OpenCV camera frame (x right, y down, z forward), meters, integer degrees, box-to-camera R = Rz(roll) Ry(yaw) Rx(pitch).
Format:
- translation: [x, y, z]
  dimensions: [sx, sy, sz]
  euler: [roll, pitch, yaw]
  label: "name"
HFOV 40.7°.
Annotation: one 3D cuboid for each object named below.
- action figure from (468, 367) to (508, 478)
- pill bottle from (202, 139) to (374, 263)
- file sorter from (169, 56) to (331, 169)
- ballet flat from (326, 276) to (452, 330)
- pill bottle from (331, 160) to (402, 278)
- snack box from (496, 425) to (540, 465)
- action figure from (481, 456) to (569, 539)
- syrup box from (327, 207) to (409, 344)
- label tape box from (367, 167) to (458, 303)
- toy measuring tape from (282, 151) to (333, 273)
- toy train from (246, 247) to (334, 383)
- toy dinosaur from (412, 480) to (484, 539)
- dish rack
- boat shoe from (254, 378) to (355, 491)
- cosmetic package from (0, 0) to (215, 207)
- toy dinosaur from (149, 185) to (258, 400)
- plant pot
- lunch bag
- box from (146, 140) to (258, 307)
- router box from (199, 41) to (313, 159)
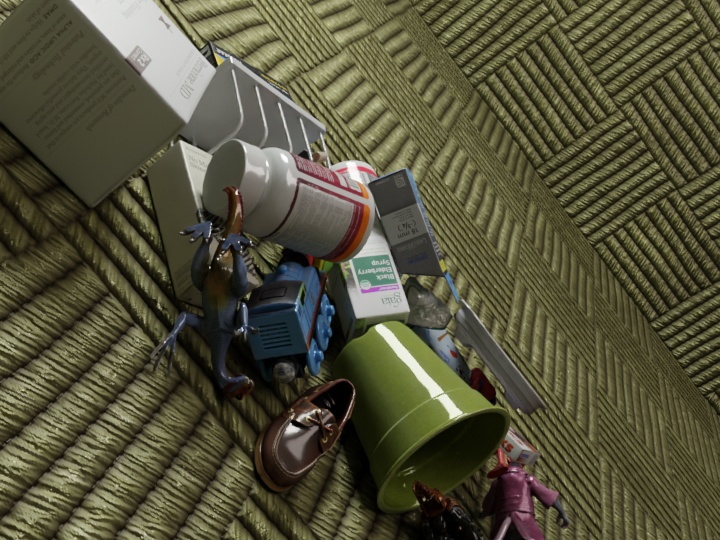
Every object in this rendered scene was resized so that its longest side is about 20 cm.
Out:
- translation: [0.178, 0.211, 1.419]
  dimensions: [0.066, 0.051, 0.201]
  euler: [51, 23, -27]
  label: "action figure"
- translation: [-0.086, -0.084, 1.184]
  dimensions: [0.199, 0.110, 0.110]
  euler: [19, 40, -38]
  label: "pill bottle"
- translation: [-0.150, -0.163, 1.333]
  dimensions: [0.199, 0.138, 0.126]
  euler: [31, 34, -45]
  label: "file sorter"
- translation: [0.047, 0.035, 1.423]
  dimensions: [0.197, 0.072, 0.072]
  euler: [14, 31, -5]
  label: "ballet flat"
- translation: [0.000, -0.066, 1.531]
  dimensions: [0.110, 0.110, 0.202]
  euler: [28, 34, -47]
  label: "pill bottle"
- translation: [0.159, 0.190, 1.334]
  dimensions: [0.200, 0.024, 0.072]
  euler: [43, 9, 32]
  label: "snack box"
- translation: [0.206, 0.338, 1.343]
  dimensions: [0.149, 0.133, 0.202]
  euler: [48, 34, -43]
  label: "action figure"
- translation: [0.000, 0.000, 1.351]
  dimensions: [0.078, 0.082, 0.202]
  euler: [-7, 57, -16]
  label: "syrup box"
- translation: [0.078, -0.040, 1.404]
  dimensions: [0.144, 0.063, 0.202]
  euler: [-14, 84, -83]
  label: "label tape box"
- translation: [-0.059, -0.055, 1.307]
  dimensions: [0.073, 0.202, 0.074]
  euler: [16, 15, -5]
  label: "toy measuring tape"
- translation: [-0.084, 0.051, 1.190]
  dimensions: [0.201, 0.086, 0.115]
  euler: [-78, 158, -61]
  label: "toy train"
- translation: [0.107, 0.335, 1.220]
  dimensions: [0.199, 0.102, 0.136]
  euler: [35, 19, -31]
  label: "toy dinosaur"
- translation: [0.202, 0.139, 1.463]
  dimensions: [0.201, 0.043, 0.172]
  euler: [52, 1, 10]
  label: "dish rack"
- translation: [-0.059, 0.180, 1.121]
  dimensions: [0.071, 0.070, 0.200]
  euler: [52, 23, -7]
  label: "boat shoe"
- translation: [-0.296, -0.218, 1.075]
  dimensions: [0.200, 0.164, 0.166]
  euler: [45, 25, -21]
  label: "cosmetic package"
- translation: [-0.138, 0.041, 1.055]
  dimensions: [0.201, 0.104, 0.183]
  euler: [-60, 154, -48]
  label: "toy dinosaur"
- translation: [0.060, 0.172, 1.250]
  dimensions: [0.199, 0.200, 0.191]
  euler: [21, 28, -53]
  label: "plant pot"
- translation: [0.097, 0.148, 1.477]
  dimensions: [0.200, 0.075, 0.161]
  euler: [48, 26, -18]
  label: "lunch bag"
- translation: [-0.194, -0.054, 1.178]
  dimensions: [0.082, 0.068, 0.202]
  euler: [23, 39, -50]
  label: "box"
- translation: [-0.169, -0.257, 1.536]
  dimensions: [0.199, 0.051, 0.150]
  euler: [20, 42, -55]
  label: "router box"
